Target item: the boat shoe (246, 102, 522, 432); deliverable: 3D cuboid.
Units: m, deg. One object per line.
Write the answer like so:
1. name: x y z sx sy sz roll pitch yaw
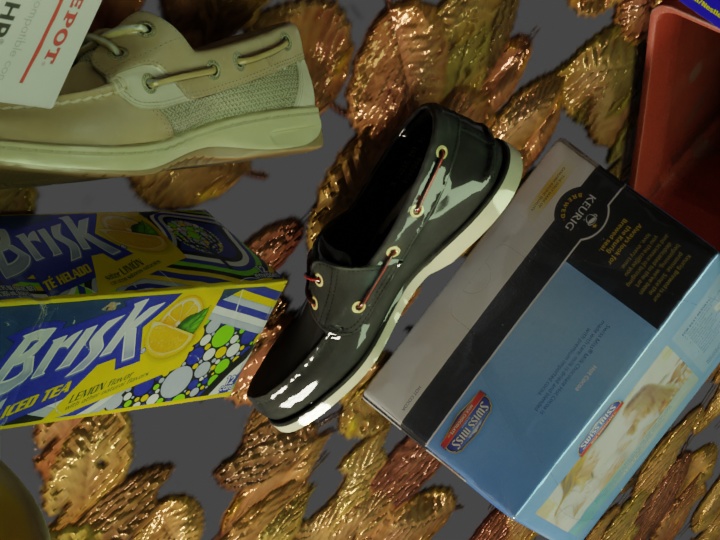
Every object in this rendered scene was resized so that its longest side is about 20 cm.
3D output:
1. boat shoe: -0.001 -0.001 0.990 0.063 0.074 0.202 29 111 -26

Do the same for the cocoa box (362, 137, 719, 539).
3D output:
1. cocoa box: 0.127 0.050 1.160 0.200 0.131 0.133 -52 152 1

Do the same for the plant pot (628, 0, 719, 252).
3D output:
1. plant pot: 0.305 -0.110 1.196 0.176 0.199 0.201 -48 154 -31

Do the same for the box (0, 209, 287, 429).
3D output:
1. box: -0.125 0.019 0.820 0.200 0.064 0.070 -5 128 -55

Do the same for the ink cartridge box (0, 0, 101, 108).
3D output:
1. ink cartridge box: -0.139 -0.124 0.629 0.200 0.067 0.116 2 121 -57

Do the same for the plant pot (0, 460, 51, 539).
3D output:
1. plant pot: -0.206 0.160 0.708 0.200 0.201 0.189 -7 131 -53

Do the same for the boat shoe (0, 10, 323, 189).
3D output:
1. boat shoe: -0.096 -0.071 0.769 0.199 0.072 0.065 -11 96 -45

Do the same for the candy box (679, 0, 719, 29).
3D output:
1. candy box: 0.223 -0.216 0.956 0.200 0.169 0.077 -38 153 -25
